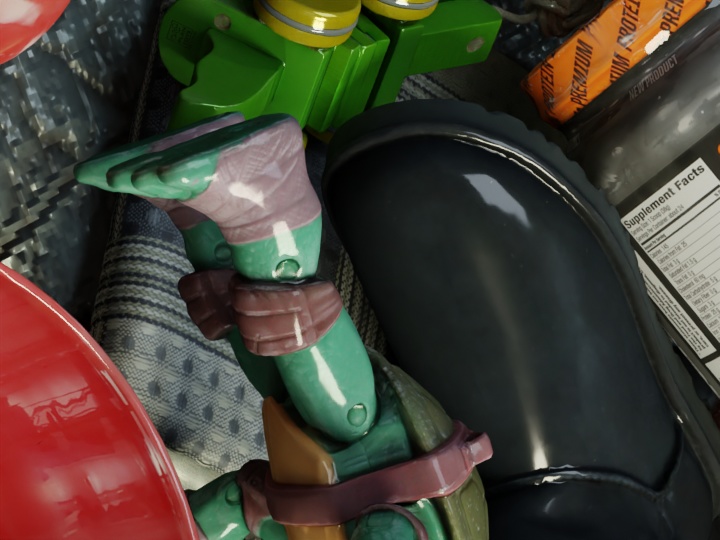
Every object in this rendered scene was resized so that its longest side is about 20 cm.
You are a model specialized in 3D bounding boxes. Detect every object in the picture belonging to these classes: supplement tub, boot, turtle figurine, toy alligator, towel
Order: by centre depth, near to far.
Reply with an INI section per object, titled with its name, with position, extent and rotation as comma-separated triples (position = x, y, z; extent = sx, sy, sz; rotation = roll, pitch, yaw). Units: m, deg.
[turtle figurine]
position = -0.016, 0.060, 0.741
extent = 0.100, 0.149, 0.201
rotation = -21, 98, -31
[boot]
position = 0.049, 0.070, 0.815
extent = 0.200, 0.076, 0.169
rotation = 53, 30, -35
[toy alligator]
position = -0.001, -0.076, 0.855
extent = 0.054, 0.060, 0.200
rotation = 39, 36, 23
[supplement tub]
position = 0.148, -0.012, 0.890
extent = 0.200, 0.122, 0.122
rotation = 51, 45, 1
[towel]
position = 0.000, 0.000, 0.894
extent = 0.200, 0.034, 0.194
rotation = 31, 57, -37

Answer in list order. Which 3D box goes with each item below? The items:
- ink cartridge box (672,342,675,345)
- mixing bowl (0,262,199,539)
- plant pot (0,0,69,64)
[ink cartridge box]
position = 0.176, -0.061, 1.053
extent = 0.145, 0.083, 0.201
rotation = 23, 65, -41
[mixing bowl]
position = -0.140, 0.095, 0.655
extent = 0.200, 0.108, 0.201
rotation = 13, 73, -46
[plant pot]
position = -0.150, -0.137, 0.633
extent = 0.200, 0.200, 0.184
rotation = 8, 79, -46
